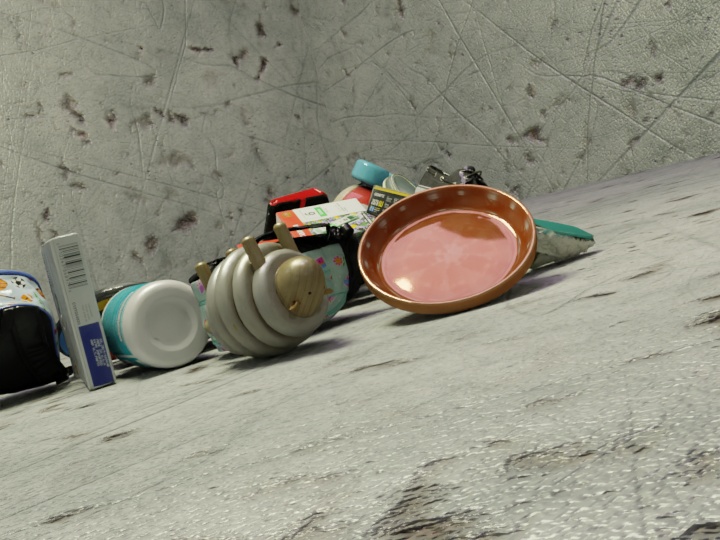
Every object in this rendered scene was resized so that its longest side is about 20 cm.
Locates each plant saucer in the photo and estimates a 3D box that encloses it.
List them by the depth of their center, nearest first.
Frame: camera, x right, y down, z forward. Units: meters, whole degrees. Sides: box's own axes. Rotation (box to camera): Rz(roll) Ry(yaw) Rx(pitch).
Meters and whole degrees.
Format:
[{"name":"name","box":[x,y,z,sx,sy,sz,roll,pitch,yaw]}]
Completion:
[{"name":"plant saucer","box":[0.097,-0.023,1.185,0.200,0.032,0.200,-10,42,9]}]

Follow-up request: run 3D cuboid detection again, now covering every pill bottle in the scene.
[{"name":"pill bottle","box":[-0.276,0.071,1.394,0.111,0.111,0.200,-17,4,-26]}]

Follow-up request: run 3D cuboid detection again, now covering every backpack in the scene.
[{"name":"backpack","box":[-0.108,0.023,1.321,0.200,0.127,0.167,-18,-5,-40]},{"name":"backpack","box":[-0.505,0.083,1.455,0.200,0.154,0.191,-18,-29,-30]}]

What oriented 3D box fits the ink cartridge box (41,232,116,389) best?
[{"name":"ink cartridge box","box":[-0.377,0.052,1.414,0.041,0.200,0.200,-15,5,-20]}]

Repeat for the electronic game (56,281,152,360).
[{"name":"electronic game","box":[-0.356,0.079,1.583,0.200,0.042,0.200,-19,-28,-10]}]

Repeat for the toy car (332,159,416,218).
[{"name":"toy car","box":[0.063,-0.060,1.780,0.200,0.184,0.177,26,5,35]}]

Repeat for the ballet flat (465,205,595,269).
[{"name":"ballet flat","box":[0.199,-0.037,1.313,0.200,0.072,0.072,10,-11,-31]}]

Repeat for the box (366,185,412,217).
[{"name":"box","box":[0.123,-0.069,1.512,0.160,0.049,0.200,17,3,-27]}]

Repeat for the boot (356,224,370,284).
[{"name":"boot","box":[0.001,0.001,1.558,0.162,0.073,0.198,-34,-21,16]}]

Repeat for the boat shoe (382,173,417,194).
[{"name":"boat shoe","box":[0.112,-0.095,1.694,0.073,0.200,0.062,-11,-38,-42]}]

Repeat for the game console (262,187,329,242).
[{"name":"game console","box":[-0.117,-0.031,1.747,0.031,0.200,0.177,19,20,27]}]

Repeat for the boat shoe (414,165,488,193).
[{"name":"boat shoe","box":[0.152,-0.124,1.575,0.070,0.066,0.200,15,2,-28]}]

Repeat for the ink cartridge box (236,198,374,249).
[{"name":"ink cartridge box","box":[-0.079,-0.052,1.612,0.200,0.050,0.109,-11,32,-19]}]

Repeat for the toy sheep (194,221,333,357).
[{"name":"toy sheep","box":[-0.110,0.031,1.167,0.138,0.138,0.200,-18,-4,-42]}]
